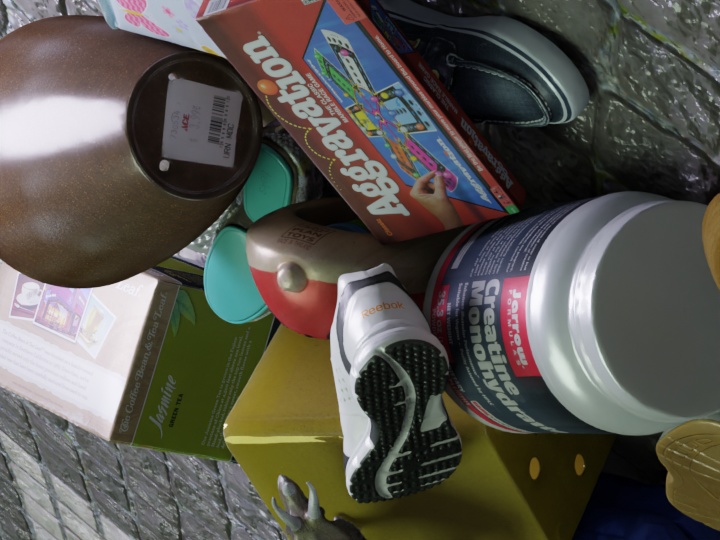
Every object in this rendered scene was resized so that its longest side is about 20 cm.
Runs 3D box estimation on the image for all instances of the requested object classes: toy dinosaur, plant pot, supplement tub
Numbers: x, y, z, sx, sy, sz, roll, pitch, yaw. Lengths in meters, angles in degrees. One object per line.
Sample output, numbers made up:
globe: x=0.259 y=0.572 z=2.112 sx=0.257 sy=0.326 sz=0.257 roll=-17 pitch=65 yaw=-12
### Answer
toy dinosaur: x=0.019 y=0.203 z=1.612 sx=0.200 sy=0.077 sz=0.102 roll=27 pitch=177 yaw=-6
plant pot: x=0.058 y=0.105 z=1.702 sx=0.176 sy=0.200 sz=0.200 roll=-4 pitch=131 yaw=35
plant pot: x=-0.145 y=-0.085 z=1.623 sx=0.187 sy=0.187 sz=0.200 roll=51 pitch=157 yaw=-16
supplement tub: x=0.138 y=0.027 z=1.485 sx=0.140 sy=0.140 sz=0.200 roll=51 pitch=158 yaw=-14

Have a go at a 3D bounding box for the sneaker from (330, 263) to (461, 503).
sneaker: x=0.018 y=0.071 z=1.533 sx=0.200 sy=0.074 sz=0.080 roll=92 pitch=161 yaw=-53

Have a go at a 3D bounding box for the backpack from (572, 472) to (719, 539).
backpack: x=0.168 y=0.231 z=1.757 sx=0.200 sy=0.168 sz=0.163 roll=0 pitch=126 yaw=56

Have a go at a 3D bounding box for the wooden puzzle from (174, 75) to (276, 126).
wooden puzzle: x=-0.056 y=-0.137 z=1.691 sx=0.200 sy=0.037 sz=0.185 roll=15 pitch=145 yaw=44

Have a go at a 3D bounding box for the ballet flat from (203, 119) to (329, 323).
ballet flat: x=-0.055 y=-0.037 z=1.719 sx=0.072 sy=0.072 sz=0.200 roll=40 pitch=144 yaw=14

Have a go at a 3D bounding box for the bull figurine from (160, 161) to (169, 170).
bull figurine: x=-0.160 y=-0.077 z=1.946 sx=0.200 sy=0.065 sz=0.121 roll=31 pitch=151 yaw=27

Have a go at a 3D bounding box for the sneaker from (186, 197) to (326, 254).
sneaker: x=-0.044 y=-0.031 z=1.814 sx=0.200 sy=0.079 sz=0.078 roll=26 pitch=126 yaw=-11

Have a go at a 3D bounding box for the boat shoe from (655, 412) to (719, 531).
boat shoe: x=0.226 y=0.103 z=1.544 sx=0.071 sy=0.069 sz=0.200 roll=27 pitch=165 yaw=10

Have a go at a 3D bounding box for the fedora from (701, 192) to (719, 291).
fedora: x=0.271 y=0.009 z=1.290 sx=0.201 sy=0.082 sz=0.201 roll=34 pitch=160 yaw=14

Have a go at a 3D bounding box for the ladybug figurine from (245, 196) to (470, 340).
ladybug figurine: x=0.000 y=0.000 z=1.605 sx=0.136 sy=0.200 sz=0.072 roll=15 pitch=105 yaw=29

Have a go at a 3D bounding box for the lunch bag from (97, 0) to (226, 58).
lunch bag: x=-0.099 y=-0.226 z=1.479 sx=0.170 sy=0.127 sz=0.200 roll=20 pitch=145 yaw=37

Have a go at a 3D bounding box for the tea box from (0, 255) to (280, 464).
tea box: x=-0.165 y=0.059 z=1.990 sx=0.197 sy=0.134 sz=0.200 roll=15 pitch=-176 yaw=-43

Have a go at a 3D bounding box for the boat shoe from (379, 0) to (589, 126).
boat shoe: x=0.041 y=-0.104 z=1.490 sx=0.200 sy=0.091 sz=0.071 roll=21 pitch=148 yaw=47

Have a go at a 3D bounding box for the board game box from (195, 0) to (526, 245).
board game box: x=0.002 y=-0.094 z=1.455 sx=0.103 sy=0.019 sz=0.200 roll=-13 pitch=132 yaw=36
